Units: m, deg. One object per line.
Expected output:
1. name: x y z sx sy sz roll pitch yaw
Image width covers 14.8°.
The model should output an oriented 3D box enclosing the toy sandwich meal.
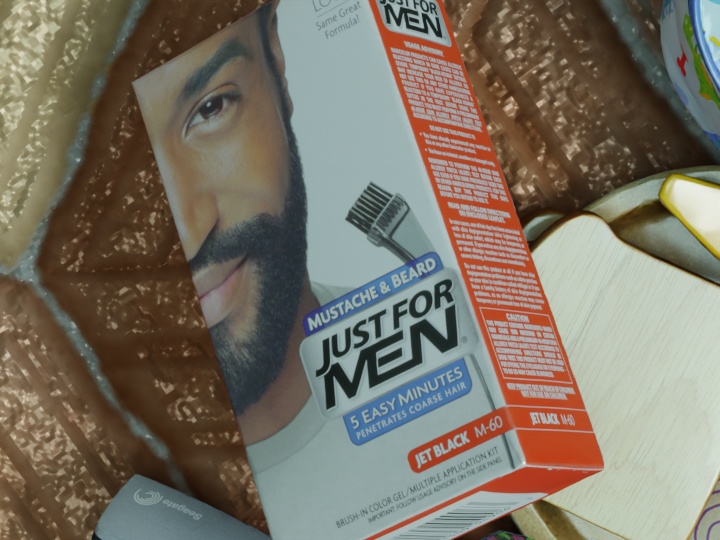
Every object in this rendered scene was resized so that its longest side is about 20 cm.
1. toy sandwich meal: 0.131 0.050 1.051 0.205 0.070 0.206 1 97 6

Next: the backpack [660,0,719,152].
1. backpack: 0.212 -0.102 0.972 0.200 0.147 0.183 -41 91 -2

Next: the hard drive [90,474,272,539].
1. hard drive: -0.034 0.178 1.056 0.200 0.042 0.135 29 112 23

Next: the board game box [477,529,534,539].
1. board game box: 0.097 0.196 1.049 0.200 0.062 0.200 45 117 12

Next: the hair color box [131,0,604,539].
1. hair color box: 0.000 0.000 1.015 0.111 0.064 0.200 -28 70 28
